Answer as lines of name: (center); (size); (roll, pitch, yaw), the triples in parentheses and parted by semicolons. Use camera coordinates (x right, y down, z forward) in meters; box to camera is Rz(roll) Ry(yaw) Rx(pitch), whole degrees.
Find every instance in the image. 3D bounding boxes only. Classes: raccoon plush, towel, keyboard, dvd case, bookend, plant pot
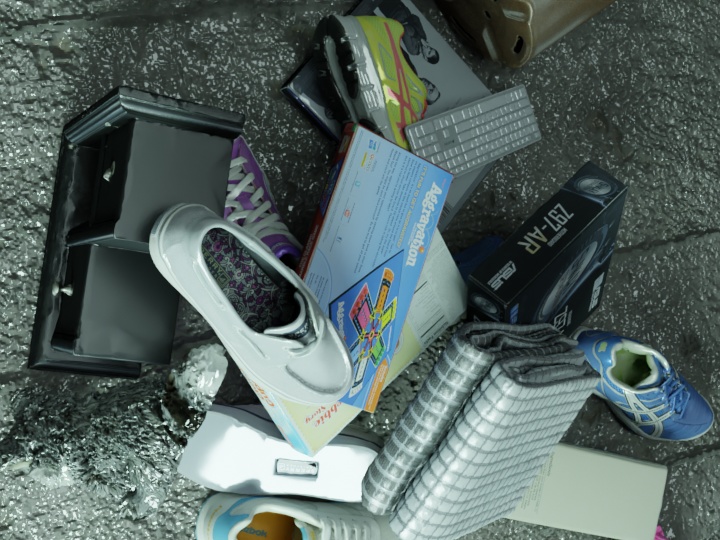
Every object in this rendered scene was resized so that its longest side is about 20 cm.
raccoon plush: (-0.192, 0.097, 0.796); (0.133, 0.097, 0.201); (21, 120, -14)
towel: (0.099, 0.123, 0.857); (0.199, 0.085, 0.166); (1, 123, -59)
keyboard: (0.106, -0.124, 0.957); (0.199, 0.011, 0.057); (-27, 105, -47)
dvd case: (0.043, -0.149, 0.984); (0.200, 0.025, 0.151); (45, 72, -18)
bookend: (-0.173, -0.015, 0.787); (0.091, 0.198, 0.202); (9, 86, -26)
plant pot: (0.173, -0.303, 0.965); (0.198, 0.200, 0.201); (-41, 105, -12)

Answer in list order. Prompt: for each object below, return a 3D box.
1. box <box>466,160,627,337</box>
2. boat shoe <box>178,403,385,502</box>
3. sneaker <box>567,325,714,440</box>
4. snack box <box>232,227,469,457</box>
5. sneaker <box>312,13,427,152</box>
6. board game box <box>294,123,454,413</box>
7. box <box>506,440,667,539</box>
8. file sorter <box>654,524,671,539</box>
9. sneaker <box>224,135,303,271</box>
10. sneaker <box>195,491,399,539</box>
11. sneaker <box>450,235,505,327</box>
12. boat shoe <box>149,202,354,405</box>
box: (0.162, 0.019, 0.952); (0.043, 0.201, 0.160); (39, 67, 25)
boat shoe: (-0.073, 0.146, 0.902); (0.198, 0.070, 0.072); (7, 106, 0)
sneaker: (0.286, 0.120, 1.061); (0.199, 0.077, 0.076); (27, 76, -23)
snack box: (-0.004, 0.040, 0.855); (0.200, 0.037, 0.117); (-41, 119, -23)
sneaker: (0.029, -0.130, 0.925); (0.090, 0.078, 0.202); (-21, 102, -34)
board game box: (0.000, 0.000, 0.817); (0.102, 0.019, 0.202); (23, 83, -32)
box: (0.194, 0.205, 1.022); (0.199, 0.068, 0.083); (17, 83, -24)
file sorter: (0.278, 0.375, 1.010); (0.199, 0.125, 0.140); (-37, 117, -21)
sneaker: (-0.086, -0.043, 0.875); (0.072, 0.114, 0.202); (-28, 99, -21)
sneaker: (-0.037, 0.235, 0.909); (0.198, 0.081, 0.077); (10, 83, -25)
sneaker: (0.052, 0.011, 0.956); (0.199, 0.078, 0.090); (-27, 102, -22)
boat shoe: (-0.059, 0.029, 0.726); (0.072, 0.068, 0.201); (-47, 123, -19)
